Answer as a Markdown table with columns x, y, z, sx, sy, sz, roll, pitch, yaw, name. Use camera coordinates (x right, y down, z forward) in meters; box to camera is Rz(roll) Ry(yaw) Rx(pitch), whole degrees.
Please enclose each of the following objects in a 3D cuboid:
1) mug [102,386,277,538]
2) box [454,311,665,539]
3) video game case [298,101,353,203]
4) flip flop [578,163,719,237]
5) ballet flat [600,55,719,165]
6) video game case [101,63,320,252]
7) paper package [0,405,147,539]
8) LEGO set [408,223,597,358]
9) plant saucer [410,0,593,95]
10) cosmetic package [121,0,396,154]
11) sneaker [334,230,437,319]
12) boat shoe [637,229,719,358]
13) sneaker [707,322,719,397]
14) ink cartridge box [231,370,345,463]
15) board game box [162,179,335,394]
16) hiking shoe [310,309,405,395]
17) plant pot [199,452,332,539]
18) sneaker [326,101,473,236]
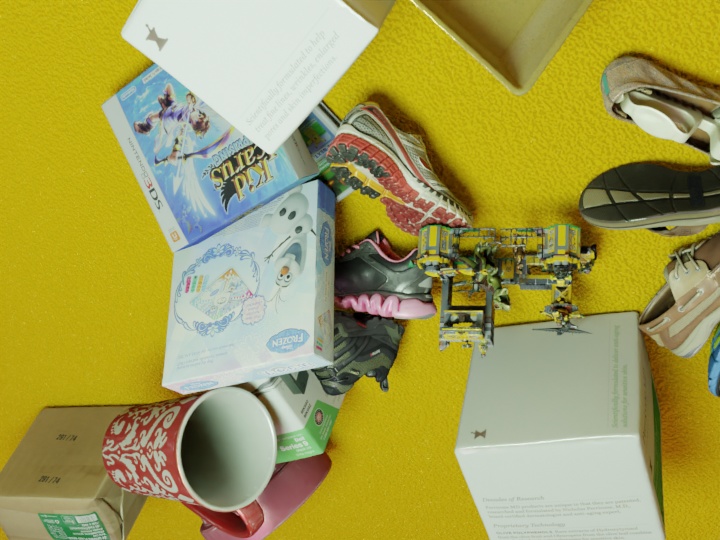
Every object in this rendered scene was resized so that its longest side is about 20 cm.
| x | y | z | sx | sy | sz | roll | pitch | yaw | name |
| --- | --- | --- | --- | --- | --- | --- | --- | --- | --- |
| -0.207 | 0.230 | 1.094 | 0.199 | 0.133 | 0.179 | -11 | 84 | 46 | mug |
| 0.230 | 0.179 | 1.054 | 0.199 | 0.200 | 0.172 | -9 | 124 | 23 | box |
| -0.107 | -0.127 | 1.039 | 0.199 | 0.022 | 0.182 | -32 | 112 | 35 | video game case |
| 0.314 | -0.063 | 0.914 | 0.198 | 0.082 | 0.058 | -4 | 138 | 20 | flip flop |
| 0.312 | -0.133 | 0.862 | 0.199 | 0.067 | 0.068 | 19 | 135 | 3 | ballet flat |
| -0.162 | -0.139 | 0.983 | 0.199 | 0.045 | 0.182 | -26 | 92 | 34 | video game case |
| -0.411 | 0.298 | 1.370 | 0.198 | 0.191 | 0.104 | -4 | 127 | 20 | paper package |
| 0.149 | 0.028 | 0.984 | 0.198 | 0.117 | 0.154 | 2 | 162 | 7 | LEGO set |
| 0.108 | -0.278 | 0.769 | 0.200 | 0.201 | 0.048 | 38 | 172 | -13 | plant saucer |
| -0.068 | -0.246 | 0.810 | 0.165 | 0.201 | 0.165 | 37 | 130 | -13 | cosmetic package |
| 0.000 | 0.000 | 1.083 | 0.199 | 0.079 | 0.096 | 8 | 95 | 26 | sneaker |
| 0.349 | 0.010 | 0.962 | 0.071 | 0.076 | 0.201 | 22 | 130 | 3 | boat shoe |
| 0.424 | 0.066 | 0.983 | 0.082 | 0.071 | 0.201 | 22 | 128 | 8 | sneaker |
| -0.107 | 0.112 | 1.147 | 0.084 | 0.146 | 0.201 | -16 | 121 | 29 | ink cartridge box |
| -0.121 | 0.020 | 1.020 | 0.199 | 0.201 | 0.043 | -14 | 151 | 27 | board game box |
| -0.036 | 0.095 | 1.088 | 0.199 | 0.102 | 0.076 | 9 | 177 | -31 | hiking shoe |
| -0.167 | 0.256 | 1.267 | 0.179 | 0.200 | 0.200 | 50 | 127 | -3 | plant pot |
| 0.055 | -0.100 | 0.971 | 0.077 | 0.083 | 0.200 | -9 | 144 | 43 | sneaker |
